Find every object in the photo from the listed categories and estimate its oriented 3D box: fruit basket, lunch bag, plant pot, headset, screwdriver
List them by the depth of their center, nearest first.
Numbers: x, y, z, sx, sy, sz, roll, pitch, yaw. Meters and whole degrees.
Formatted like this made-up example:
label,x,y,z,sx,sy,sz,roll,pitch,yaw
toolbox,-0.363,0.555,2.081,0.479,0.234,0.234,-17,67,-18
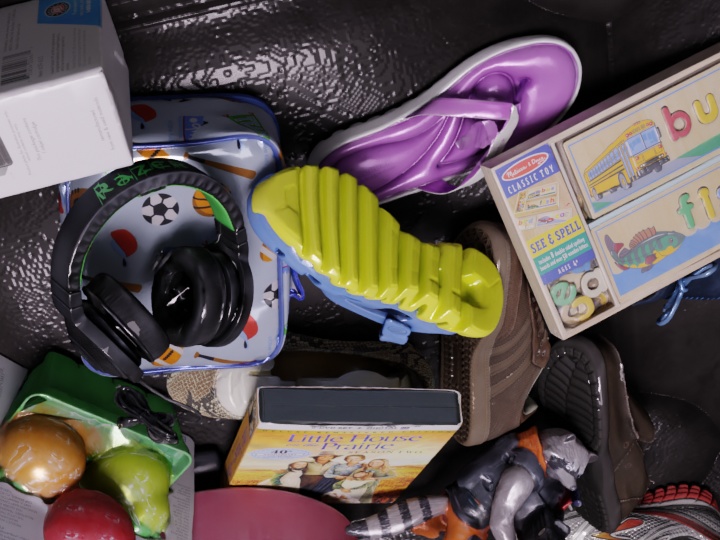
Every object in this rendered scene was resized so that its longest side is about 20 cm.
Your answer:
label,x,y,z,sx,sy,sz,roll,pitch,yaw
headset,-0.133,0.022,0.845,0.123,0.094,0.201,-22,126,-31
lunch bag,-0.119,-0.019,0.913,0.160,0.076,0.201,-5,125,-11
fruit basket,-0.198,0.164,0.951,0.185,0.200,0.094,27,131,-27
plant pot,-0.094,0.293,1.048,0.199,0.179,0.200,-3,142,-3
screwdriver,-0.207,0.163,1.055,0.199,0.028,0.029,-5,96,-7

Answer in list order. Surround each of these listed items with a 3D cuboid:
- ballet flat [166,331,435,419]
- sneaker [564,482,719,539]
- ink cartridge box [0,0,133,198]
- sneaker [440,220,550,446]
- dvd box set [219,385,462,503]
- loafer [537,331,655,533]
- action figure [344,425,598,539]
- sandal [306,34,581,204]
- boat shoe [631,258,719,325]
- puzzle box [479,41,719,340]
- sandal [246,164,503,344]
label,x,y,z,sx,sy,sz,roll,pitch,yaw
ballet flat,-0.041,0.080,0.996,0.199,0.075,0.068,0,98,-11
sneaker,0.219,0.237,1.159,0.199,0.082,0.078,-10,127,-3
ink cartridge box,-0.240,-0.094,0.807,0.199,0.116,0.067,-14,128,-1
sneaker,0.105,0.041,1.017,0.075,0.070,0.201,-16,132,-24
dvd box set,-0.021,0.134,1.010,0.146,0.030,0.200,2,155,-14
loafer,0.194,0.120,1.087,0.071,0.073,0.200,-32,133,-22
action figure,0.095,0.188,1.034,0.193,0.200,0.105,-36,103,3
sandal,0.061,-0.085,0.914,0.202,0.050,0.083,-27,126,8
boat shoe,0.206,0.002,0.994,0.199,0.069,0.084,3,125,-14
puzzle box,0.194,-0.056,0.924,0.200,0.025,0.133,-28,105,-7
sandal,0.000,0.000,0.897,0.200,0.080,0.087,32,145,-33
